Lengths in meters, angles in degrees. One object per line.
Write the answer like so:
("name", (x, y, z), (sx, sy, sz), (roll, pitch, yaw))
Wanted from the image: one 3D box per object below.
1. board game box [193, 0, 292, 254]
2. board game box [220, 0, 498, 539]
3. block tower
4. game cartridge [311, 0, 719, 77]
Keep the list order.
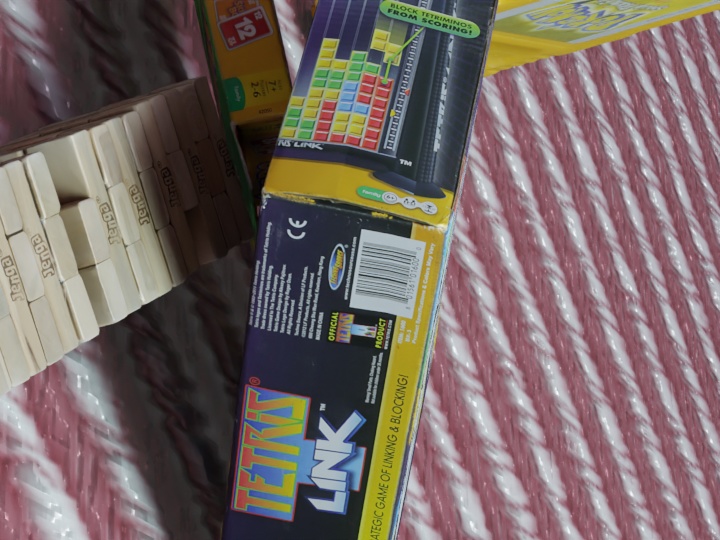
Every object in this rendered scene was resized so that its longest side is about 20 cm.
("board game box", (-0.048, -0.112, 0.852), (0.096, 0.030, 0.202), (93, -12, -76))
("board game box", (0.000, 0.000, 0.811), (0.166, 0.056, 0.201), (-78, 178, -47))
("block tower", (-0.096, -0.004, 0.713), (0.200, 0.054, 0.058), (-32, 106, -65))
("game cartridge", (0.097, -0.115, 1.025), (0.176, 0.199, 0.033), (-3, 77, -65))
